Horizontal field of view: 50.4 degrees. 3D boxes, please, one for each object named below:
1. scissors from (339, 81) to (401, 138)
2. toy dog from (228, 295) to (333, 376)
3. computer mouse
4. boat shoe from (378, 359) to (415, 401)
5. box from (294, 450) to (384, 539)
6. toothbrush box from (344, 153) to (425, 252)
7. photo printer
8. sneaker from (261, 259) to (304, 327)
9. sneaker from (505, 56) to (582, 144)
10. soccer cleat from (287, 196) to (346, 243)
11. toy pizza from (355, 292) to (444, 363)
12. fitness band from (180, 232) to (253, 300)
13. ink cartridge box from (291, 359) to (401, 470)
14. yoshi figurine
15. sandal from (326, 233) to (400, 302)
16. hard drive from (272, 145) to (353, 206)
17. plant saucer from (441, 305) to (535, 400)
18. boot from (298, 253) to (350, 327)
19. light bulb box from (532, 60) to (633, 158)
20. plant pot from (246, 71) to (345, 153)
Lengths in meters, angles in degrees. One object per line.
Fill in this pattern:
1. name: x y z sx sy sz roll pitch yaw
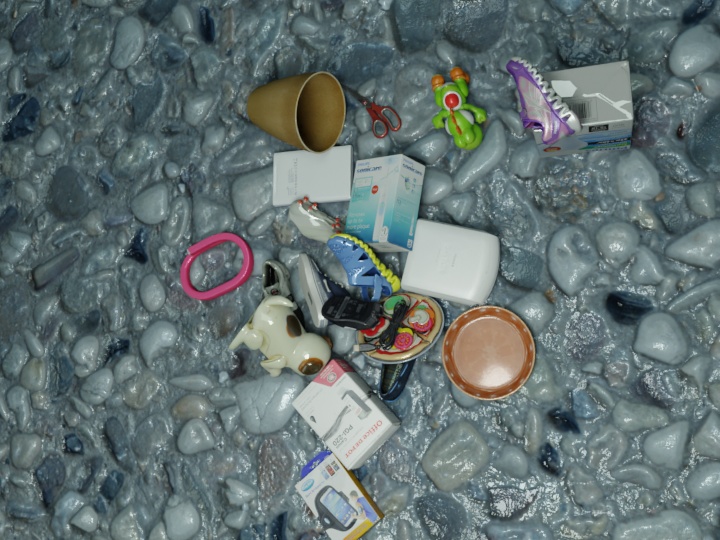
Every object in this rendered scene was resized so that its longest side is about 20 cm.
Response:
1. scissors: 0.024 -0.401 1.838 0.073 0.014 0.201 -37 70 11
2. toy dog: -0.156 0.151 1.700 0.200 0.140 0.194 37 119 -5
3. computer mouse: 0.000 0.122 1.641 0.199 0.046 0.141 3 49 23
4. boat shoe: 0.089 0.189 1.678 0.084 0.069 0.201 6 79 20
5. box: -0.054 0.499 1.687 0.119 0.041 0.200 -42 73 7
6. toothbrush box: 0.052 -0.147 1.713 0.146 0.085 0.201 1 77 46
7. photo printer: 0.203 -0.017 1.680 0.199 0.069 0.167 14 85 20
8. sneaker: -0.192 0.069 1.784 0.074 0.088 0.201 -24 76 11
9. sneaker: 0.336 -0.324 1.479 0.088 0.080 0.201 -40 73 17
10. soccer cleat: -0.086 -0.093 1.796 0.200 0.069 0.078 37 123 13
11. toy pizza: 0.082 0.117 1.656 0.199 0.032 0.201 -13 42 12
12. fitness band: -0.355 -0.010 1.877 0.199 0.037 0.144 -25 74 13
13. ink cartridge box: -0.031 0.317 1.689 0.146 0.085 0.200 -47 72 5
14. yoshi figurine: 0.225 -0.352 1.736 0.111 0.113 0.201 2 60 -22
15. sandal: 0.000 0.000 1.685 0.200 0.079 0.087 43 66 -14
16. hard drive: -0.115 -0.227 1.843 0.199 0.025 0.133 -3 80 18
17. plant saucer: 0.275 0.177 1.642 0.199 0.032 0.202 -3 80 17
18. boot: -0.082 0.042 1.771 0.090 0.073 0.201 -7 57 -20
19. light bulb box: 0.457 -0.327 1.584 0.197 0.200 0.126 -4 81 18
20. plant pot: -0.168 -0.385 1.823 0.199 0.186 0.187 15 85 34
